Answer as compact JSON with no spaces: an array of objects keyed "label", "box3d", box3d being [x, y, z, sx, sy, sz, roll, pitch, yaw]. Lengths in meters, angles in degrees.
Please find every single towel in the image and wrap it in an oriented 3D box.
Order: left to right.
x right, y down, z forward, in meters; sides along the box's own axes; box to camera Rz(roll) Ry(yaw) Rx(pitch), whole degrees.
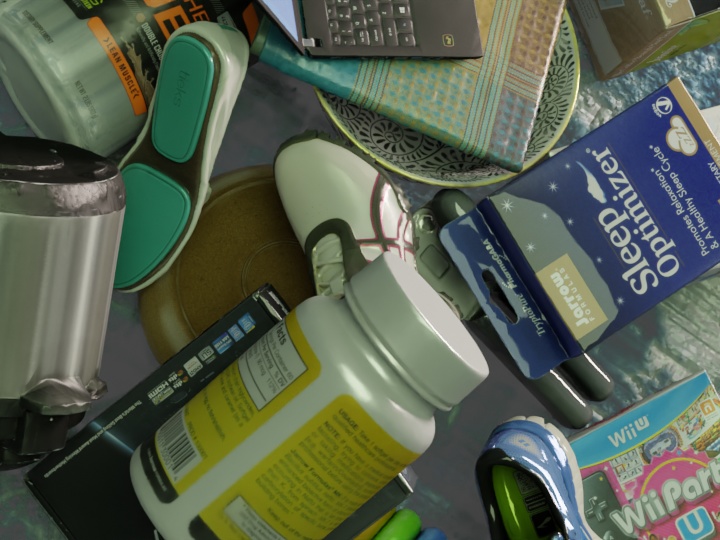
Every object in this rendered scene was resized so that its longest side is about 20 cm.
[{"label":"towel","box3d":[0.034,-0.164,1.324,0.199,0.022,0.148,24,67,-14]}]

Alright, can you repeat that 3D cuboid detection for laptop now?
[{"label":"laptop","box3d":[-0.005,-0.233,1.259,0.198,0.103,0.179,-2,75,-23]}]

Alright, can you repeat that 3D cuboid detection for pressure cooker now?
[{"label":"pressure cooker","box3d":[-0.237,0.021,1.233,0.177,0.176,0.202,9,103,-7]}]

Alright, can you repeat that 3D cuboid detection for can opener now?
[{"label":"can opener","box3d":[0.102,0.030,1.373,0.053,0.066,0.200,-47,110,-15]}]

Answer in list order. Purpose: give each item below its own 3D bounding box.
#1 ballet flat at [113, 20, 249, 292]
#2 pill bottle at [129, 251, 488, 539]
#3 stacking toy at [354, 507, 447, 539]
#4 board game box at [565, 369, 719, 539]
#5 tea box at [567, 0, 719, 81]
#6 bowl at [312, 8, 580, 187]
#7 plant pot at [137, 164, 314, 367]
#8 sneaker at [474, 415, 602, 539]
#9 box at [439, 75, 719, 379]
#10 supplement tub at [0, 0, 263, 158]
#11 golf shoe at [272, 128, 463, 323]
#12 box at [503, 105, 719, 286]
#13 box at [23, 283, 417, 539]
[{"label":"ballet flat","box3d":[-0.116,-0.073,1.300,0.069,0.070,0.201,17,120,-10]},{"label":"pill bottle","box3d":[-0.029,0.089,1.178,0.200,0.114,0.114,-41,91,10]},{"label":"stacking toy","box3d":[0.014,0.179,1.332,0.200,0.085,0.085,46,72,3]},{"label":"board game box","box3d":[0.214,0.193,1.386,0.147,0.064,0.201,-25,85,-17]},{"label":"tea box","box3d":[0.239,-0.273,1.447,0.195,0.134,0.202,-19,84,-18]},{"label":"bowl","box3d":[0.043,-0.135,1.384,0.199,0.094,0.203,6,69,-16]},{"label":"plant pot","box3d":[-0.050,0.013,1.347,0.198,0.028,0.202,4,65,-10]},{"label":"sneaker","box3d":[0.125,0.197,1.301,0.078,0.089,0.201,-31,85,26]},{"label":"box","box3d":[0.163,-0.027,1.326,0.199,0.032,0.122,-32,89,-16]},{"label":"supplement tub","box3d":[-0.139,-0.167,1.335,0.199,0.122,0.123,-35,89,-18]},{"label":"golf shoe","box3d":[0.000,0.000,1.280,0.201,0.077,0.088,58,30,6]},{"label":"box","box3d":[0.219,-0.045,1.413,0.198,0.101,0.113,-15,83,-17]},{"label":"box","box3d":[-0.089,0.132,1.278,0.199,0.044,0.161,-37,92,10]}]
